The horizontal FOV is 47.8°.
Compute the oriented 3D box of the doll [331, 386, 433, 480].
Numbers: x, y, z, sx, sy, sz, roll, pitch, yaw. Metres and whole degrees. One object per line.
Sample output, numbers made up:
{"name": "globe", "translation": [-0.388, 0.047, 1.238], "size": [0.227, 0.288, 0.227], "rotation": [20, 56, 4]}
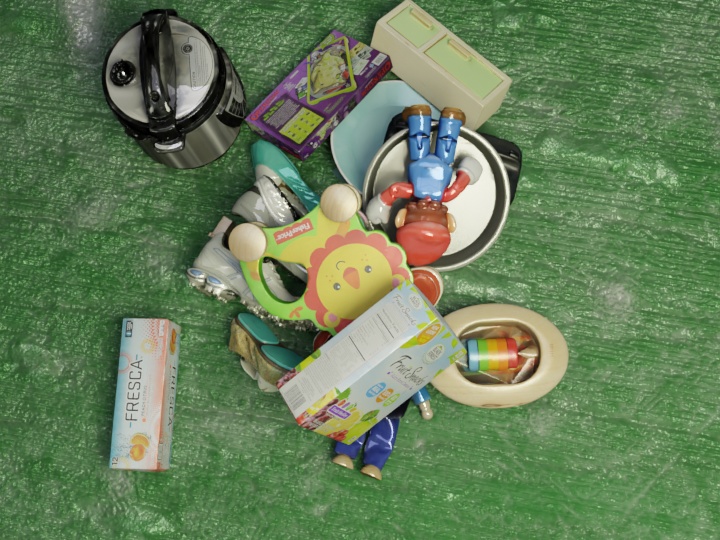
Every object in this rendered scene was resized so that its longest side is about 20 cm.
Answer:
{"name": "doll", "translation": [0.033, 0.173, 1.088], "size": [0.135, 0.049, 0.202], "rotation": [19, 76, 3]}

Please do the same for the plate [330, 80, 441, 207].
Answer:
{"name": "plate", "translation": [0.055, -0.180, 1.167], "size": [0.197, 0.026, 0.203], "rotation": [2, 70, -5]}

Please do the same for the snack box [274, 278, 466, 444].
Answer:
{"name": "snack box", "translation": [0.019, 0.117, 0.981], "size": [0.199, 0.169, 0.068], "rotation": [-40, 63, 4]}

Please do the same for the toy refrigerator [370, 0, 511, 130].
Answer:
{"name": "toy refrigerator", "translation": [0.114, -0.296, 1.169], "size": [0.200, 0.070, 0.076], "rotation": [42, 62, 12]}

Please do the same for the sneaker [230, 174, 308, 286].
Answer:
{"name": "sneaker", "translation": [-0.097, -0.026, 1.082], "size": [0.079, 0.074, 0.201], "rotation": [-35, 85, -1]}

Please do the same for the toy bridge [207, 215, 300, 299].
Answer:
{"name": "toy bridge", "translation": [-0.135, 0.000, 1.151], "size": [0.199, 0.027, 0.068], "rotation": [32, 82, 9]}

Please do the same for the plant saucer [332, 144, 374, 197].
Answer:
{"name": "plant saucer", "translation": [0.047, -0.097, 1.165], "size": [0.070, 0.019, 0.200], "rotation": [-40, 76, -6]}

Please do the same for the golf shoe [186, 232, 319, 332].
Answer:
{"name": "golf shoe", "translation": [-0.133, 0.013, 1.099], "size": [0.198, 0.078, 0.098], "rotation": [24, 77, 7]}

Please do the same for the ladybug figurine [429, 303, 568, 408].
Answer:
{"name": "ladybug figurine", "translation": [0.173, 0.115, 1.079], "size": [0.197, 0.072, 0.138], "rotation": [1, 76, 4]}

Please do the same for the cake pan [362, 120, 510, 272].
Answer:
{"name": "cake pan", "translation": [0.101, -0.100, 1.098], "size": [0.197, 0.037, 0.203], "rotation": [1, 103, 3]}

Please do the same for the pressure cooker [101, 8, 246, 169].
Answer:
{"name": "pressure cooker", "translation": [-0.261, -0.248, 1.129], "size": [0.175, 0.200, 0.179], "rotation": [39, 82, 12]}

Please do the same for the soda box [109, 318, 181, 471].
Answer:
{"name": "soda box", "translation": [-0.291, 0.169, 1.105], "size": [0.067, 0.064, 0.203], "rotation": [1, 76, 4]}

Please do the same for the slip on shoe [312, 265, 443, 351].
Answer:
{"name": "slip on shoe", "translation": [0.024, 0.066, 1.062], "size": [0.199, 0.061, 0.074], "rotation": [-33, 102, 7]}

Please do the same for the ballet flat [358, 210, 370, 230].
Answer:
{"name": "ballet flat", "translation": [0.000, 0.000, 1.107], "size": [0.068, 0.071, 0.202], "rotation": [-16, 113, -1]}

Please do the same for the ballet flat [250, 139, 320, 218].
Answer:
{"name": "ballet flat", "translation": [-0.103, -0.104, 1.146], "size": [0.200, 0.068, 0.070], "rotation": [46, 56, 11]}

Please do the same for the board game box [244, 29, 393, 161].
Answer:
{"name": "board game box", "translation": [-0.060, -0.256, 1.174], "size": [0.120, 0.032, 0.200], "rotation": [35, 74, 27]}

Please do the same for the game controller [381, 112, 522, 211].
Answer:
{"name": "game controller", "translation": [0.127, -0.152, 1.137], "size": [0.198, 0.042, 0.106], "rotation": [16, 85, 0]}

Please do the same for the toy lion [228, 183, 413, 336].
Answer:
{"name": "toy lion", "translation": [-0.040, 0.002, 1.014], "size": [0.198, 0.069, 0.194], "rotation": [-22, 93, 6]}

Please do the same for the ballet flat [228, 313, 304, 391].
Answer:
{"name": "ballet flat", "translation": [-0.121, 0.120, 1.060], "size": [0.071, 0.071, 0.200], "rotation": [-47, 35, -7]}

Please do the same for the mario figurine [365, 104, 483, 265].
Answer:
{"name": "mario figurine", "translation": [0.082, -0.107, 1.054], "size": [0.122, 0.105, 0.203], "rotation": [10, 94, 35]}
